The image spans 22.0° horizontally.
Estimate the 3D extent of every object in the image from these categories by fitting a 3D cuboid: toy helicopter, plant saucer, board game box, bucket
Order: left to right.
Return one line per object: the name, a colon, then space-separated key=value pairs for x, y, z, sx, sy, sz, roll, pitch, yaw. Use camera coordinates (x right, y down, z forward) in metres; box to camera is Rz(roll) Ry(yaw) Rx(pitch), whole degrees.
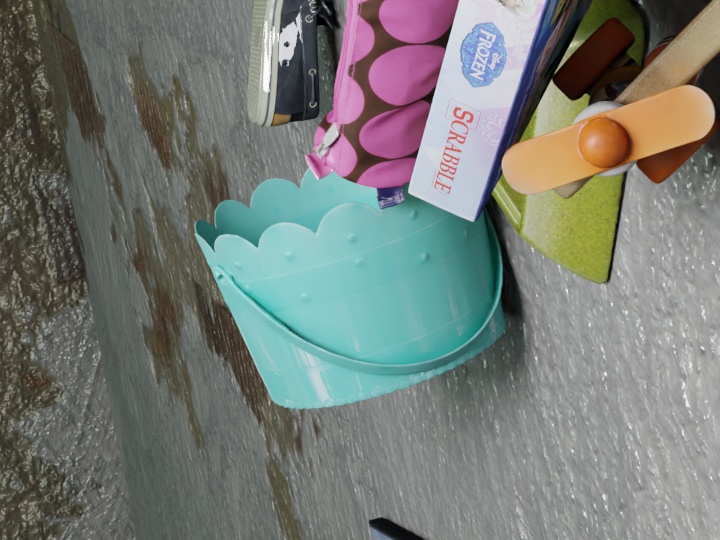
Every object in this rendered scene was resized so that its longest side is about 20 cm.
bucket: x=0.000 y=0.000 z=1.286 sx=0.135 sy=0.207 sz=0.207 roll=71 pitch=165 yaw=-13
plant saucer: x=0.096 y=-0.119 z=1.126 sx=0.200 sy=0.048 sz=0.200 roll=-119 pitch=22 yaw=-43
board game box: x=0.094 y=-0.156 z=0.894 sx=0.200 sy=0.041 sz=0.200 roll=104 pitch=-167 yaw=-57
toy helicopter: x=0.145 y=-0.096 z=0.871 sx=0.079 sy=0.132 sz=0.200 roll=46 pitch=141 yaw=3

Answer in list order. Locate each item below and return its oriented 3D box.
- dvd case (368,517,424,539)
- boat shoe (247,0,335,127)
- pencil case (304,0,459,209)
dvd case: x=0.054 y=0.331 z=1.679 sx=0.143 sy=0.018 sz=0.200 roll=-174 pitch=71 yaw=-74
boat shoe: x=-0.053 y=-0.217 z=1.532 sx=0.075 sy=0.062 sz=0.200 roll=-143 pitch=57 yaw=-73
pencil case: x=0.018 y=-0.135 z=1.123 sx=0.200 sy=0.094 sz=0.091 roll=98 pitch=153 yaw=-50
